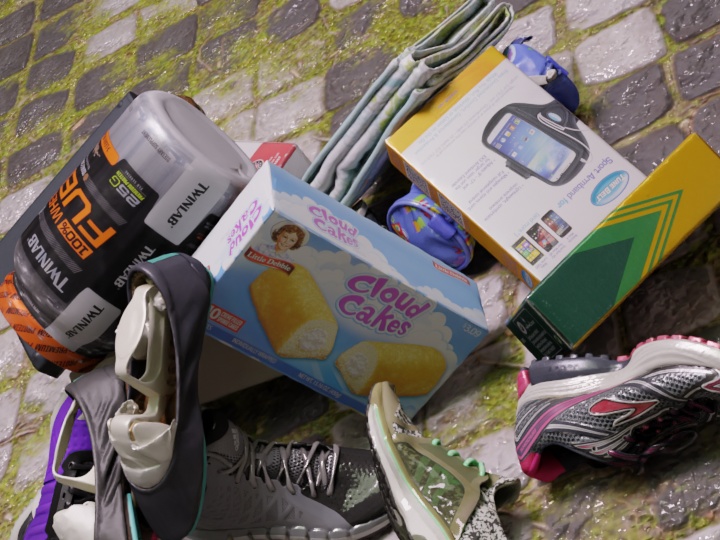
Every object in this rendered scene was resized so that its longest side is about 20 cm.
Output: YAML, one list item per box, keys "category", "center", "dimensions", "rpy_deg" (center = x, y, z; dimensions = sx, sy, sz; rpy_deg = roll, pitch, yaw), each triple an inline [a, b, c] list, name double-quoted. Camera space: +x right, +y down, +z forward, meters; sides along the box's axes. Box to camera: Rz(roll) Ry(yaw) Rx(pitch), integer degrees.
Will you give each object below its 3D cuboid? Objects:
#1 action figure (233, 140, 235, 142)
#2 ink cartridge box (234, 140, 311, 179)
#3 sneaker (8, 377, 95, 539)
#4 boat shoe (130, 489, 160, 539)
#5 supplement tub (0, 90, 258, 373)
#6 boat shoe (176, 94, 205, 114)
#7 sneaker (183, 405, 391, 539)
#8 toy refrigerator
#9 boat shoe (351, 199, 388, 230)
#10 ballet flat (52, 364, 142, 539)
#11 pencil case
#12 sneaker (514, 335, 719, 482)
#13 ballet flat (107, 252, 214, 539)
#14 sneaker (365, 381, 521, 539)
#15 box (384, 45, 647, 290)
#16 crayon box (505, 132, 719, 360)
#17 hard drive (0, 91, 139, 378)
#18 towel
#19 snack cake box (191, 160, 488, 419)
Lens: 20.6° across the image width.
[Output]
- category: "action figure"
  center: [-0.140, -0.029, 1.616]
  dimensions: [0.199, 0.069, 0.131]
  rpy_deg: [-21, 53, 35]
- category: "ink cartridge box"
  center: [-0.138, -0.037, 1.760]
  dimensions: [0.199, 0.083, 0.147]
  rpy_deg: [6, 54, 47]
- category: "sneaker"
  center: [-0.212, 0.180, 1.529]
  dimensions: [0.201, 0.069, 0.100]
  rpy_deg: [-68, 27, 24]
- category: "boat shoe"
  center: [-0.147, 0.178, 1.525]
  dimensions: [0.074, 0.066, 0.201]
  rpy_deg: [-22, 37, 23]
- category: "supplement tub"
  center: [-0.176, -0.026, 1.490]
  dimensions: [0.200, 0.122, 0.123]
  rpy_deg: [-48, 31, 13]
- category: "boat shoe"
  center: [-0.199, -0.091, 1.743]
  dimensions: [0.072, 0.068, 0.201]
  rpy_deg: [-9, 43, 38]
- category: "sneaker"
  center: [-0.065, 0.142, 1.415]
  dimensions: [0.198, 0.116, 0.075]
  rpy_deg: [-9, 45, 13]
- category: "toy refrigerator"
  center: [-0.130, 0.076, 1.614]
  dimensions: [0.199, 0.070, 0.076]
  rpy_deg: [-22, 4, 24]
- category: "boat shoe"
  center: [0.002, -0.002, 1.597]
  dimensions: [0.075, 0.066, 0.199]
  rpy_deg: [-49, 10, 7]
- category: "ballet flat"
  center: [-0.189, 0.164, 1.441]
  dimensions: [0.068, 0.068, 0.201]
  rpy_deg: [-6, 58, -1]
- category: "pencil case"
  center: [0.104, -0.095, 1.601]
  dimensions: [0.200, 0.078, 0.087]
  rpy_deg: [-54, 3, -21]
- category: "sneaker"
  center: [0.190, 0.095, 1.306]
  dimensions: [0.199, 0.080, 0.075]
  rpy_deg: [-15, 56, 41]
- category: "ballet flat"
  center: [-0.144, 0.087, 1.366]
  dimensions: [0.073, 0.073, 0.202]
  rpy_deg: [1, 85, 44]
- category: "sneaker"
  center: [0.063, 0.153, 1.349]
  dimensions: [0.088, 0.077, 0.201]
  rpy_deg: [-19, 53, -9]
- category: "box"
  center: [0.128, -0.069, 1.516]
  dimensions: [0.119, 0.042, 0.200]
  rpy_deg: [-41, 68, -11]
- category: "crayon box"
  center: [0.194, -0.022, 1.399]
  dimensions: [0.200, 0.052, 0.126]
  rpy_deg: [-43, -5, -8]
- category: "hard drive"
  center: [-0.219, -0.030, 1.614]
  dimensions: [0.200, 0.033, 0.140]
  rpy_deg: [-47, 49, 14]
- category: "towel"
  center: [0.036, -0.132, 1.640]
  dimensions: [0.200, 0.048, 0.171]
  rpy_deg: [-49, -5, 41]
- category: "snack cake box"
  center: [-0.019, 0.022, 1.447]
  dimensions: [0.115, 0.199, 0.067]
  rpy_deg: [-49, 28, 24]
